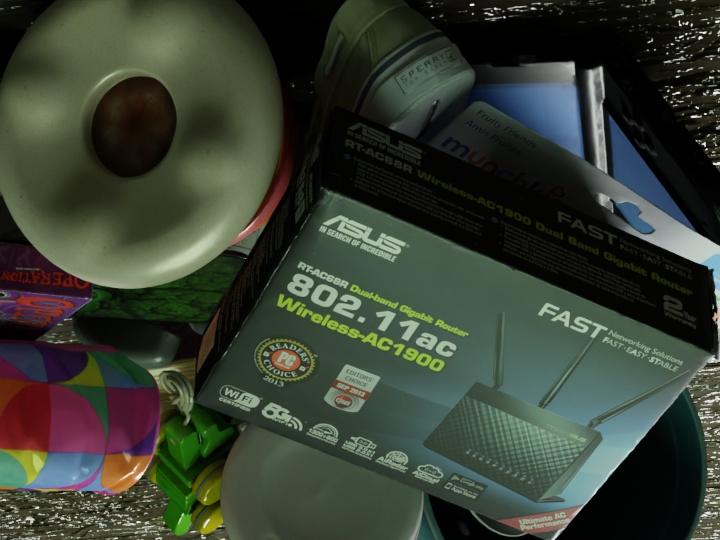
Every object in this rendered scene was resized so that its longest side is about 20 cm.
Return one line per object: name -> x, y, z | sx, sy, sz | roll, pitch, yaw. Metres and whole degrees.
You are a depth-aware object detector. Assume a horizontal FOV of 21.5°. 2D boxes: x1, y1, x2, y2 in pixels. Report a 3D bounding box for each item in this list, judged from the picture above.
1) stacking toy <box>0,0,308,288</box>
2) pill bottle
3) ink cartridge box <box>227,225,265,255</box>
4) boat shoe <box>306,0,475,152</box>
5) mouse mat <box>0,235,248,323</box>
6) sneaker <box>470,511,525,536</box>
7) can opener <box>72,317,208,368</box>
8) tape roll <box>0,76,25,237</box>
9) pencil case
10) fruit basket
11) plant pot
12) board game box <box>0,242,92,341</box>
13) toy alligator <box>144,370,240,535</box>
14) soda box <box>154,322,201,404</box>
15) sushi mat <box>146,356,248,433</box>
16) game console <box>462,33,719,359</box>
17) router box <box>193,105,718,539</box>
stacking toy -> -0.073, -0.057, 0.930 | 0.146, 0.147, 0.200 | -11, 170, 20
pill bottle -> -0.022, 0.156, 1.178 | 0.119, 0.120, 0.200 | -2, 162, 0
ink cartridge box -> 0.000, 0.000, 1.071 | 0.199, 0.044, 0.094 | 14, 165, -3
boat shoe -> 0.008, -0.078, 0.917 | 0.072, 0.062, 0.200 | -27, 169, -19
mouse mat -> -0.148, 0.007, 1.016 | 0.160, 0.008, 0.200 | 4, 167, -10
sneaker -> 0.098, 0.102, 1.111 | 0.071, 0.083, 0.200 | 17, 134, 2
can opener -> -0.082, 0.041, 1.143 | 0.199, 0.067, 0.053 | 12, 168, 31
tape roll -> -0.230, -0.045, 0.968 | 0.199, 0.048, 0.201 | 1, 159, 0
pencil case -> -0.203, 0.071, 0.983 | 0.199, 0.089, 0.088 | 11, 155, -40
fruit basket -> 0.075, 0.015, 0.940 | 0.185, 0.094, 0.200 | 29, 145, -19
plant pot -> 0.108, 0.135, 1.303 | 0.199, 0.201, 0.188 | 4, 172, -14
board game box -> -0.220, 0.015, 0.988 | 0.120, 0.032, 0.200 | 2, 168, -21
toy alligator -> -0.097, 0.106, 1.179 | 0.054, 0.059, 0.200 | -37, 157, -27
soda box -> -0.069, 0.069, 1.263 | 0.199, 0.070, 0.063 | 3, 154, -11
sushi mat -> -0.096, 0.083, 1.202 | 0.199, 0.012, 0.096 | -9, 146, 6
game console -> 0.108, -0.029, 1.001 | 0.116, 0.176, 0.200 | -31, 156, -4
router box -> 0.042, 0.030, 0.873 | 0.199, 0.062, 0.150 | 22, 130, -13
